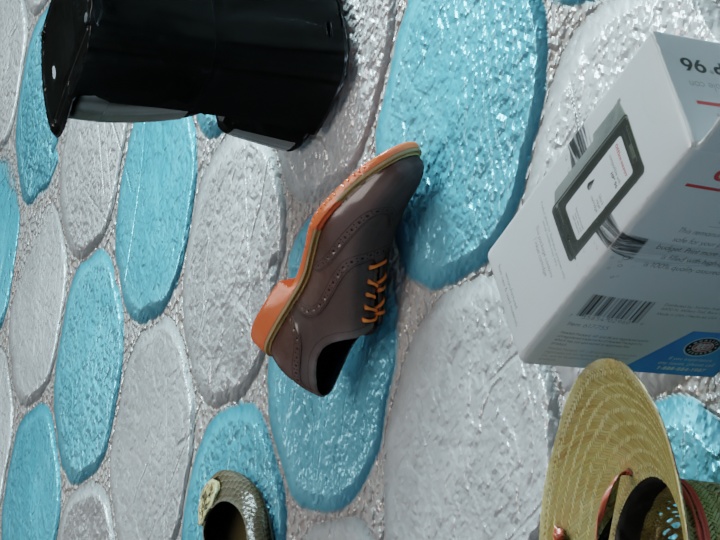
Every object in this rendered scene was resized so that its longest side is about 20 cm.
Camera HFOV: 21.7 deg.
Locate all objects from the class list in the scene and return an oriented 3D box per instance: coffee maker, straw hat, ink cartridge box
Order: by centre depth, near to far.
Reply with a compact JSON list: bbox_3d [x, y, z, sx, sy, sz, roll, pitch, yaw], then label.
[{"bbox_3d":[0.156,-0.037,0.839,0.200,0.115,0.068,-55,39,45],"label":"ink cartridge box"},{"bbox_3d":[0.149,0.136,0.852,0.201,0.084,0.203,-179,90,-78],"label":"straw hat"},{"bbox_3d":[-0.112,-0.167,1.346,0.192,0.199,0.136,153,117,-64],"label":"coffee maker"}]

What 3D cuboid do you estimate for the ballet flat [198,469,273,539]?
[{"bbox_3d":[-0.090,0.216,1.395,0.068,0.046,0.200,-69,29,27],"label":"ballet flat"}]

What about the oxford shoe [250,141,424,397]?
[{"bbox_3d":[0.000,0.000,1.251,0.073,0.071,0.200,48,130,21],"label":"oxford shoe"}]
